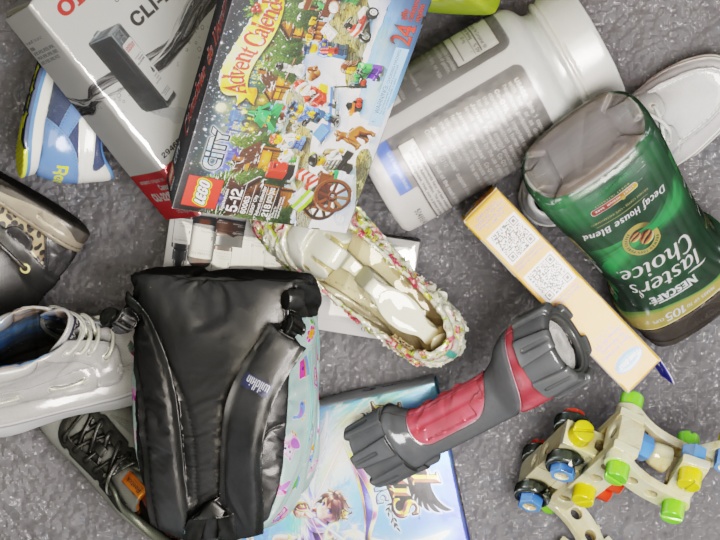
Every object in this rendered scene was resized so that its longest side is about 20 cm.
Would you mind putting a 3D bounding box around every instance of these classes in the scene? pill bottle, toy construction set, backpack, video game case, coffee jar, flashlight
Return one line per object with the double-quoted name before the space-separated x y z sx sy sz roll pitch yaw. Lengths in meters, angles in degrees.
"pill bottle" 0.093 -0.126 1.301 0.199 0.114 0.115 -29 92 5
"toy construction set" 0.193 0.168 1.309 0.130 0.093 0.201 22 132 -8
"backpack" -0.096 0.100 1.275 0.165 0.126 0.203 2 97 24
"video game case" -0.006 0.200 1.362 0.179 0.045 0.203 -12 93 3
"coffee jar" 0.209 -0.033 1.273 0.104 0.086 0.200 -36 129 9
"flashlight" 0.075 0.094 1.261 0.199 0.068 0.068 -29 72 28

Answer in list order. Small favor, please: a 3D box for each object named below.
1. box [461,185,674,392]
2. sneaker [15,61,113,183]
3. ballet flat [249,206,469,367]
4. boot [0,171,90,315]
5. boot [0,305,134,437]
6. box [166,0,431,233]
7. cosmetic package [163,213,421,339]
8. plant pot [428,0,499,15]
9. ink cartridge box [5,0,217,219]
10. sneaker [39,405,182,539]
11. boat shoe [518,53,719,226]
"box" 0.157 0.020 1.304 0.041 0.119 0.200 -42 90 4
"sneaker" -0.210 -0.162 1.337 0.081 0.074 0.202 15 89 -14
"ballet flat" 0.000 0.000 1.289 0.199 0.064 0.076 35 94 1
"boot" -0.331 -0.016 1.353 0.198 0.073 0.152 28 95 -5
"boot" -0.213 0.062 1.308 0.198 0.096 0.074 -21 62 -18
"box" -0.046 -0.124 1.194 0.135 0.038 0.202 7 125 -20
"cosmetic package" -0.055 0.002 1.348 0.197 0.051 0.084 8 95 2
"plant pot" 0.001 -0.304 1.232 0.198 0.181 0.202 10 92 22
"ink cartridge box" -0.145 -0.161 1.281 0.144 0.084 0.201 -44 106 -18
"sneaker" -0.188 0.146 1.350 0.200 0.079 0.074 42 96 3
"boat shoe" 0.209 -0.101 1.318 0.198 0.069 0.073 -27 92 4
